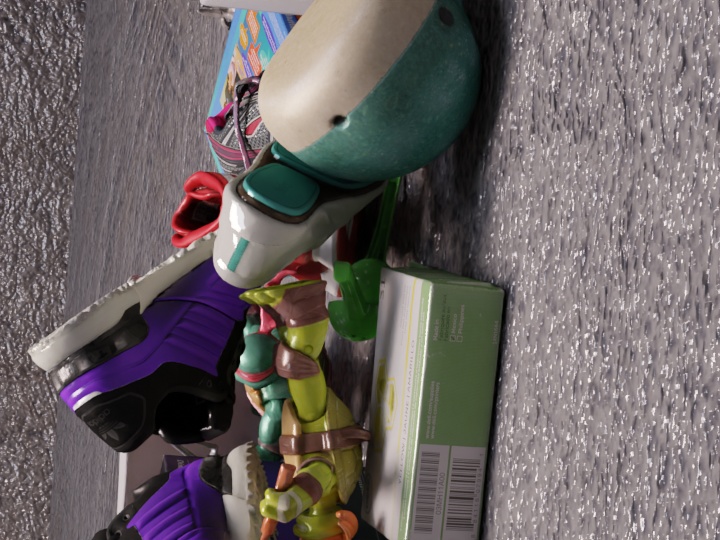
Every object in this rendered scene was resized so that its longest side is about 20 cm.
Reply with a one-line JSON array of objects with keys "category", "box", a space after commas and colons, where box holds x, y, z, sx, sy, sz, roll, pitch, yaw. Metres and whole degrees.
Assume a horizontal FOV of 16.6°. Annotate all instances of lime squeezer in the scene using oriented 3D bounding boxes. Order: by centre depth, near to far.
[{"category": "lime squeezer", "box": [0.000, 0.000, 1.457, 0.200, 0.038, 0.071, -60, -41, -70]}]

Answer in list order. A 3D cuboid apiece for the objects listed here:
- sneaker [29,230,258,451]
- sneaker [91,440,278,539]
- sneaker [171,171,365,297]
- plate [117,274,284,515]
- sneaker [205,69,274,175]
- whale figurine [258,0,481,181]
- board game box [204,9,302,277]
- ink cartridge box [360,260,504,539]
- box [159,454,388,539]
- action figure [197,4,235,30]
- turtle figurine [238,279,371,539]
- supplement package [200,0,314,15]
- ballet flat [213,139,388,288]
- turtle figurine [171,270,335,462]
[{"category": "sneaker", "box": [-0.101, 0.048, 1.405, 0.070, 0.200, 0.100, -35, 88, 37]}, {"category": "sneaker", "box": [-0.101, 0.170, 1.331, 0.200, 0.099, 0.070, -86, -16, -65]}, {"category": "sneaker", "box": [-0.058, -0.035, 1.573, 0.200, 0.115, 0.078, 93, -171, -80]}, {"category": "plate", "box": [-0.098, 0.126, 1.634, 0.032, 0.200, 0.200, -21, 56, 31]}, {"category": "sneaker", "box": [-0.046, -0.104, 1.601, 0.075, 0.081, 0.200, 54, 144, 3]}, {"category": "whale figurine", "box": [0.021, -0.128, 1.407, 0.159, 0.104, 0.200, -40, 16, 33]}, {"category": "board game box", "box": [-0.057, -0.114, 1.765, 0.200, 0.045, 0.152, 110, 147, -48]}, {"category": "ink cartridge box", "box": [0.027, 0.070, 1.382, 0.200, 0.048, 0.146, -161, 76, -75]}, {"category": "box", "box": [-0.045, 0.196, 1.440, 0.200, 0.141, 0.079, -107, 27, -59]}, {"category": "action figure", "box": [-0.079, -0.238, 1.850, 0.200, 0.102, 0.119, 165, 102, -78]}, {"category": "turtle figurine", "box": [-0.027, 0.087, 1.344, 0.200, 0.064, 0.162, -24, -75, -84]}, {"category": "supplement package", "box": [-0.042, -0.284, 1.663, 0.117, 0.117, 0.200, 117, 155, -59]}, {"category": "ballet flat", "box": [-0.040, -0.035, 1.411, 0.200, 0.069, 0.070, -40, -40, -69]}, {"category": "turtle figurine", "box": [-0.064, 0.075, 1.559, 0.200, 0.101, 0.150, 53, -146, -66]}]
